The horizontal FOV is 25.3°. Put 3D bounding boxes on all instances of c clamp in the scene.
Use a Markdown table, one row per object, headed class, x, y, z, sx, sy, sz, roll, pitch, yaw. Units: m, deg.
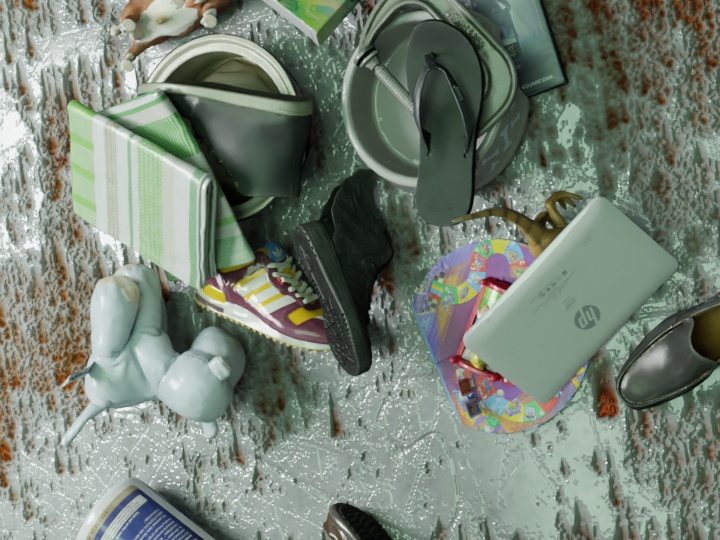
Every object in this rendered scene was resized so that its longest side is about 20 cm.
| class | x | y | z | sx | sy | sz | roll | pitch | yaw |
| --- | --- | --- | --- | --- | --- | --- | --- | --- | --- |
| c clamp | 0.065 | -0.182 | 1.587 | 0.171 | 0.027 | 0.201 | -40 | 79 | 19 |

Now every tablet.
| class | x | y | z | sx | sy | sz | roll | pitch | yaw |
| --- | --- | --- | --- | --- | --- | --- | --- | --- | --- |
| tablet | 0.208 | 0.032 | 1.578 | 0.130 | 0.014 | 0.200 | 36 | 104 | -28 |

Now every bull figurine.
| class | x | y | z | sx | sy | sz | roll | pitch | yaw |
| --- | --- | --- | --- | --- | --- | --- | --- | --- | --- |
| bull figurine | -0.188 | -0.290 | 1.727 | 0.199 | 0.122 | 0.065 | -28 | 111 | 28 |

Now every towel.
| class | x | y | z | sx | sy | sz | roll | pitch | yaw |
| --- | --- | --- | --- | --- | --- | --- | --- | --- | --- |
| towel | -0.203 | -0.087 | 1.686 | 0.152 | 0.023 | 0.201 | -11 | 110 | 48 |
| towel | -0.228 | -0.082 | 1.683 | 0.199 | 0.031 | 0.150 | 31 | 134 | 27 |

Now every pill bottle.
| class | x | y | z | sx | sy | sz | roll | pitch | yaw |
| --- | --- | --- | --- | --- | --- | --- | --- | --- | --- |
| pill bottle | -0.207 | 0.328 | 1.760 | 0.199 | 0.111 | 0.112 | 34 | 104 | 17 |

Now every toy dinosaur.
| class | x | y | z | sx | sy | sz | roll | pitch | yaw |
| --- | --- | --- | --- | --- | --- | --- | --- | --- | --- |
| toy dinosaur | 0.180 | -0.031 | 1.574 | 0.060 | 0.107 | 0.200 | -21 | 127 | 37 |

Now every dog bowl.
| class | x | y | z | sx | sy | sz | roll | pitch | yaw |
| --- | --- | --- | --- | --- | --- | --- | --- | --- | --- |
| dog bowl | -0.140 | -0.151 | 1.728 | 0.198 | 0.074 | 0.203 | 1 | 93 | 21 |
| dog bowl | 0.070 | -0.173 | 1.632 | 0.198 | 0.059 | 0.203 | 2 | 94 | 22 |

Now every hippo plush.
| class | x | y | z | sx | sy | sz | roll | pitch | yaw |
| --- | --- | --- | --- | --- | --- | --- | --- | --- | --- |
| hippo plush | -0.207 | 0.089 | 1.716 | 0.159 | 0.200 | 0.161 | 12 | 120 | 13 |

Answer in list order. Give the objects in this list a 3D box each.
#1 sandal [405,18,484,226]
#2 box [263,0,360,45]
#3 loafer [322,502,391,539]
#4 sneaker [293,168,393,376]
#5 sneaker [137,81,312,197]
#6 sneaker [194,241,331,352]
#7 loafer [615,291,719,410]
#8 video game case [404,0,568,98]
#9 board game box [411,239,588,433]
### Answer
| class | x | y | z | sx | sy | sz | roll | pitch | yaw |
| --- | --- | --- | --- | --- | --- | --- | --- | --- | --- |
| sandal | 0.082 | -0.144 | 1.550 | 0.075 | 0.043 | 0.203 | -4 | 91 | 17 |
| box | -0.031 | -0.350 | 1.652 | 0.144 | 0.036 | 0.200 | 38 | 84 | 17 |
| loafer | 0.015 | 0.339 | 1.691 | 0.071 | 0.073 | 0.201 | -38 | 79 | 18 |
| sneaker | -0.001 | 0.001 | 1.668 | 0.060 | 0.103 | 0.202 | -34 | 76 | 60 |
| sneaker | -0.147 | -0.136 | 1.653 | 0.198 | 0.075 | 0.108 | 12 | 102 | 24 |
| sneaker | -0.086 | 0.021 | 1.715 | 0.198 | 0.075 | 0.091 | 19 | 105 | 19 |
| loafer | 0.325 | 0.069 | 1.552 | 0.200 | 0.072 | 0.073 | -42 | 79 | 19 |
| video game case | 0.118 | -0.265 | 1.648 | 0.142 | 0.019 | 0.202 | -18 | 87 | 22 |
| board game box | 0.138 | 0.069 | 1.644 | 0.157 | 0.039 | 0.202 | -25 | 84 | 21 |
